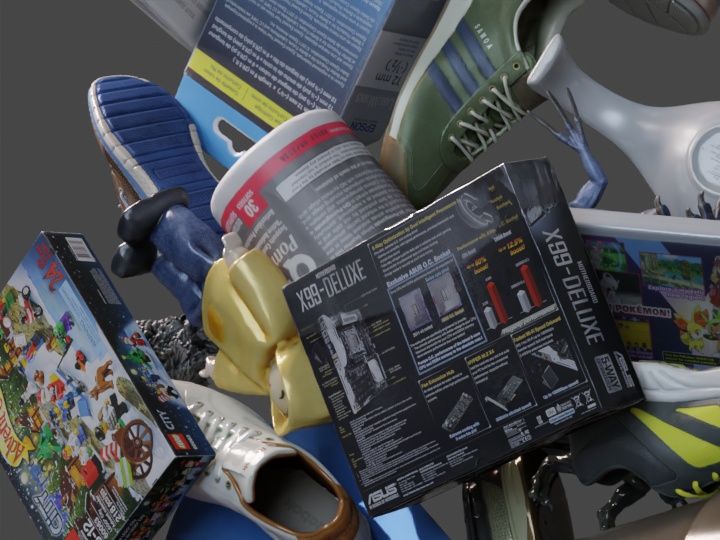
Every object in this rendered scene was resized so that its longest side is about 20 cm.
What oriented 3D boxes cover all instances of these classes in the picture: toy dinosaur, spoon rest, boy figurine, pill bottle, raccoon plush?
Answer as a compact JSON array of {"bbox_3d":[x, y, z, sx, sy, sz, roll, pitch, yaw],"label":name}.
[{"bbox_3d":[0.137,-0.012,1.603,0.181,0.105,0.201,-14,98,47],"label":"toy dinosaur"},{"bbox_3d":[0.207,-0.088,1.645,0.200,0.061,0.100,32,85,18],"label":"spoon rest"},{"bbox_3d":[0.155,0.120,1.542,0.199,0.047,0.088,31,90,11],"label":"toy dinosaur"},{"bbox_3d":[-0.081,0.038,1.630,0.064,0.125,0.200,-24,58,-35],"label":"boy figurine"},{"bbox_3d":[0.000,0.000,1.648,0.111,0.111,0.200,-40,76,4],"label":"pill bottle"},{"bbox_3d":[-0.124,0.099,1.695,0.199,0.097,0.134,-28,68,11],"label":"raccoon plush"}]

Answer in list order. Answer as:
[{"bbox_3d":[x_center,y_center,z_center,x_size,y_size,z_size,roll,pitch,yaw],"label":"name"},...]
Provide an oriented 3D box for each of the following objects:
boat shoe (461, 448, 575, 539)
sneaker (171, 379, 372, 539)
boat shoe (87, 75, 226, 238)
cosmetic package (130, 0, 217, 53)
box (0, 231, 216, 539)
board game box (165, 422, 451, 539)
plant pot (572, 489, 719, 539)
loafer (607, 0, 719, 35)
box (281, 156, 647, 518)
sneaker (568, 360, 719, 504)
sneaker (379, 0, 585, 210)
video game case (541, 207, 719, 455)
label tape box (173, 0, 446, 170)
[{"bbox_3d":[0.102,0.211,1.557,0.065,0.073,0.201,-21,59,33],"label":"boat shoe"},{"bbox_3d":[-0.077,0.118,1.607,0.200,0.085,0.073,30,70,22],"label":"sneaker"},{"bbox_3d":[-0.145,-0.057,1.763,0.072,0.073,0.200,-9,48,-29],"label":"boat shoe"},{"bbox_3d":[-0.129,-0.297,1.814,0.200,0.167,0.166,-49,57,-2],"label":"cosmetic package"},{"bbox_3d":[-0.187,0.093,1.642,0.137,0.038,0.200,-52,55,28],"label":"box"},{"bbox_3d":[-0.030,0.195,1.639,0.158,0.039,0.200,-42,63,-3],"label":"board game box"},{"bbox_3d":[0.192,0.220,1.454,0.173,0.200,0.201,-5,66,42],"label":"plant pot"},{"bbox_3d":[0.170,-0.226,1.707,0.200,0.072,0.063,29,76,34],"label":"loafer"},{"bbox_3d":[0.058,0.043,1.507,0.200,0.050,0.158,-30,78,38],"label":"box"},{"bbox_3d":[0.212,0.098,1.472,0.199,0.074,0.085,4,89,34],"label":"sneaker"},{"bbox_3d":[0.088,-0.126,1.700,0.090,0.067,0.201,15,74,33],"label":"sneaker"},{"bbox_3d":[0.167,0.046,1.542,0.199,0.183,0.023,6,33,27],"label":"video game case"},{"bbox_3d":[-0.037,-0.158,1.765,0.143,0.066,0.201,36,110,32],"label":"label tape box"}]
